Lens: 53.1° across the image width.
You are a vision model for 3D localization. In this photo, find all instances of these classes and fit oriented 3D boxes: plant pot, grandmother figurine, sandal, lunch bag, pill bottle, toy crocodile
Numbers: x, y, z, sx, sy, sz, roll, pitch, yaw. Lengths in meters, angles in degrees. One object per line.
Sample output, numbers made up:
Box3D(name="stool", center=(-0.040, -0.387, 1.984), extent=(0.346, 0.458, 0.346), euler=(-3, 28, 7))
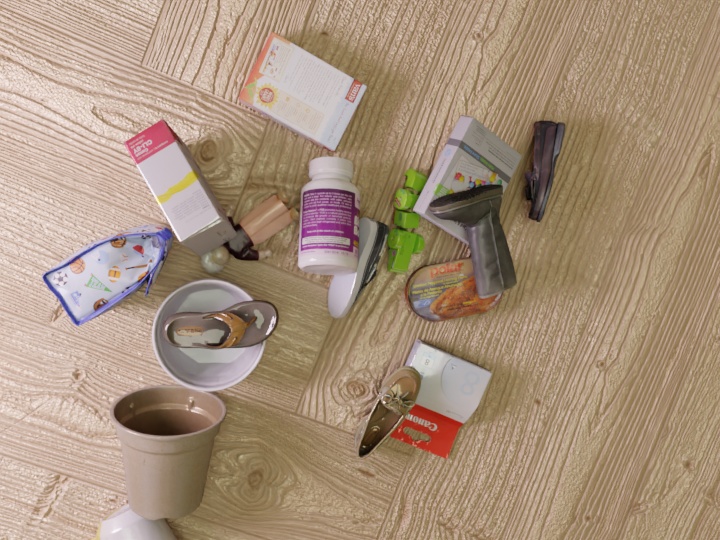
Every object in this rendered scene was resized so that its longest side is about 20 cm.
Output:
Box3D(name="plant pot", center=(-0.346, 0.331, 1.287), extent=(0.199, 0.201, 0.185), euler=(5, 105, -9))
Box3D(name="grandmother figurine", center=(-0.212, -0.069, 1.330), extent=(0.200, 0.061, 0.122), euler=(-38, 91, -7))
Box3D(name="sandal", center=(-0.239, 0.097, 1.233), extent=(0.198, 0.055, 0.082), euler=(-2, 95, -9))
Box3D(name="lunch bag", center=(-0.414, -0.006, 1.245), extent=(0.199, 0.170, 0.124), euler=(-34, 102, -5))
Box3D(name="pill bottle", center=(-0.056, -0.099, 1.314), extent=(0.111, 0.112, 0.202), euler=(3, 80, -9))
Box3D(name="toy crocodile", center=(0.087, -0.093, 1.374), extent=(0.067, 0.062, 0.202), euler=(5, 100, -34))

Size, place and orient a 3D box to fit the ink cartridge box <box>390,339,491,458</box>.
Box3D(name="ink cartridge box", center=(0.146, 0.258, 1.417), extent=(0.159, 0.047, 0.201), euler=(23, 89, -10))

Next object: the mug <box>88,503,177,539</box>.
Box3D(name="mug", center=(-0.421, 0.512, 1.305), extent=(0.186, 0.149, 0.154), euler=(-22, 90, -13))

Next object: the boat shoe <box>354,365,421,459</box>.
Box3D(name="boat shoe", center=(0.054, 0.274, 1.374), extent=(0.073, 0.063, 0.201), euler=(28, 105, -1))

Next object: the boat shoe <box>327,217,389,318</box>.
Box3D(name="boat shoe", center=(0.000, 0.000, 1.366), extent=(0.067, 0.072, 0.201), euler=(14, 98, -39))

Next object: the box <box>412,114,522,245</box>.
Box3D(name="box", center=(0.205, -0.167, 1.366), extent=(0.155, 0.041, 0.201), euler=(28, 91, -35))

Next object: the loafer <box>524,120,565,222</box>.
Box3D(name="loafer", center=(0.349, -0.196, 1.410), extent=(0.063, 0.072, 0.201), euler=(14, 86, 10))

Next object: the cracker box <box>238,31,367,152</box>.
Box3D(name="cracker box", center=(-0.106, -0.324, 1.325), extent=(0.199, 0.058, 0.135), euler=(28, 91, -9))

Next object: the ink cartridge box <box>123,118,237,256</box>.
Box3D(name="ink cartridge box", center=(-0.306, -0.137, 1.240), extent=(0.083, 0.145, 0.201), euler=(-31, 83, -4))

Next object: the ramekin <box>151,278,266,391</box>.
Box3D(name="ramekin", center=(-0.271, 0.110, 1.310), extent=(0.199, 0.105, 0.202), euler=(-1, 95, -8))

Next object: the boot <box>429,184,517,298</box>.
Box3D(name="boot", center=(0.212, -0.047, 1.334), extent=(0.181, 0.072, 0.202), euler=(-15, 110, -28))

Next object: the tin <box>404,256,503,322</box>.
Box3D(name="tin", center=(0.184, 0.034, 1.410), extent=(0.198, 0.042, 0.113), euler=(-10, 100, -8))
